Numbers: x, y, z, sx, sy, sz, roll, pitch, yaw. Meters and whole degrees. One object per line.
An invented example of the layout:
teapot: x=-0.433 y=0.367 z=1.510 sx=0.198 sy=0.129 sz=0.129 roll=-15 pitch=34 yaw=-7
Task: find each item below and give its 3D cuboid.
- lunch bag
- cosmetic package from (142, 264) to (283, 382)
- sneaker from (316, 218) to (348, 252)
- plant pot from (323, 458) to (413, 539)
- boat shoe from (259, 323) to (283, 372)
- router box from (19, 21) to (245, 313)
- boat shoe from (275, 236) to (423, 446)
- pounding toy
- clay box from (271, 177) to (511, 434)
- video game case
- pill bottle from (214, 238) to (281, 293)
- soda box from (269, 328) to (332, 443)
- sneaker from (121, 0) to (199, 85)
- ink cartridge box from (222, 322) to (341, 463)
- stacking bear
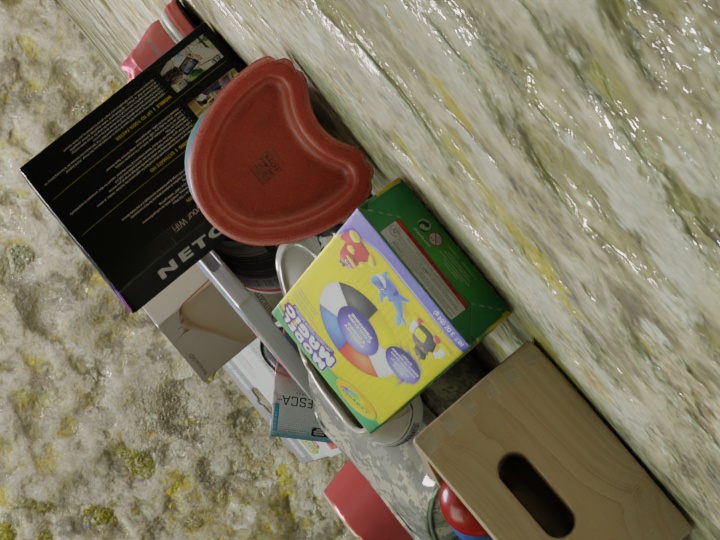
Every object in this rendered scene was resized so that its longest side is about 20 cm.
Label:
lunch bag: x=0.051 y=0.126 z=1.347 sx=0.200 sy=0.139 sz=0.168 roll=48 pitch=178 yaw=29
cosmetic package: x=-0.119 y=0.005 z=1.657 sx=0.073 sy=0.200 sz=0.104 roll=44 pitch=172 yaw=45
sneaker: x=-0.006 y=-0.011 z=1.243 sx=0.200 sy=0.080 sz=0.074 roll=48 pitch=176 yaw=47
plant pot: x=0.073 y=0.220 z=1.628 sx=0.201 sy=0.177 sz=0.200 roll=49 pitch=175 yaw=6
boat shoe: x=-0.057 y=0.107 z=1.681 sx=0.200 sy=0.067 sz=0.072 roll=34 pitch=134 yaw=52
router box: x=-0.157 y=-0.086 z=1.341 sx=0.149 sy=0.200 sz=0.051 roll=48 pitch=173 yaw=22
boat shoe: x=-0.022 y=0.048 z=1.274 sx=0.066 sy=0.072 sz=0.201 roll=19 pitch=-139 yaw=-55
pounding toy: x=0.122 y=0.177 z=1.067 sx=0.200 sy=0.142 sz=0.184 roll=50 pitch=175 yaw=16
clay box: x=0.011 y=0.034 z=1.111 sx=0.115 sy=0.047 sz=0.200 roll=50 pitch=147 yaw=6
video game case: x=-0.113 y=0.016 z=1.431 sx=0.200 sy=0.017 sz=0.143 roll=46 pitch=173 yaw=44
pill bottle: x=-0.100 y=-0.067 z=1.465 sx=0.114 sy=0.114 sz=0.200 roll=48 pitch=174 yaw=26
soda box: x=-0.046 y=0.088 z=1.546 sx=0.200 sy=0.063 sz=0.069 roll=-82 pitch=-1 yaw=-70
sneaker: x=-0.177 y=-0.182 z=1.482 sx=0.074 sy=0.087 sz=0.200 roll=51 pitch=175 yaw=7
ink cartridge box: x=-0.046 y=0.102 z=1.826 sx=0.201 sy=0.175 sz=0.084 roll=53 pitch=-142 yaw=-19
stacking bear: x=-0.073 y=-0.083 z=1.196 sx=0.122 sy=0.113 sz=0.200 roll=52 pitch=179 yaw=-10
